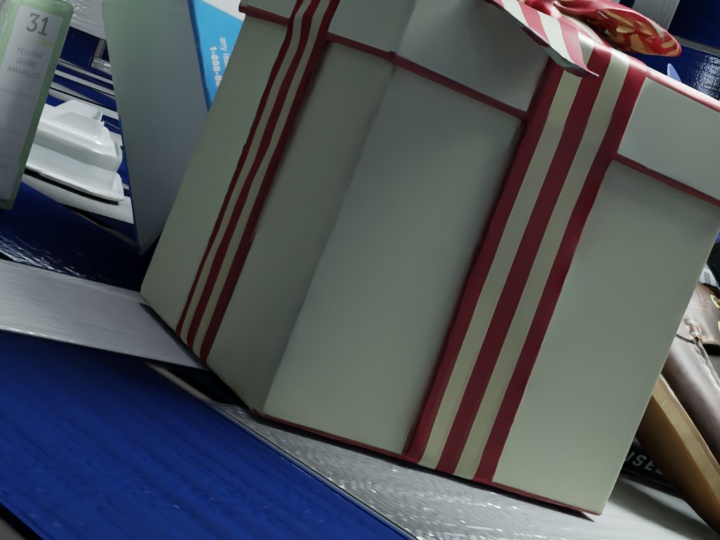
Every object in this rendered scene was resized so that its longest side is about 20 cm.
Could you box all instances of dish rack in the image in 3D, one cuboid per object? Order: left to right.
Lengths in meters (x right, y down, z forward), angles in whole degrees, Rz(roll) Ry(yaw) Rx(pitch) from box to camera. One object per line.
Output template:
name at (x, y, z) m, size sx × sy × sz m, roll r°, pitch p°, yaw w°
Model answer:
dish rack at (-0.241, -0.105, 0.994) m, size 0.198 × 0.044 × 0.172 m, roll 20°, pitch 6°, yaw -13°

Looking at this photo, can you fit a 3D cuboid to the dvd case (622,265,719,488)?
dvd case at (0.156, 0.028, 0.797) m, size 0.149 × 0.025 × 0.201 m, roll 21°, pitch 43°, yaw -13°

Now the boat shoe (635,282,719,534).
boat shoe at (0.132, 0.024, 0.696) m, size 0.201 × 0.070 × 0.071 m, roll 58°, pitch -9°, yaw 30°

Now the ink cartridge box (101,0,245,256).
ink cartridge box at (-0.010, -0.103, 0.774) m, size 0.198 × 0.149 × 0.145 m, roll -4°, pitch -18°, yaw -24°

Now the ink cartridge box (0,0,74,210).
ink cartridge box at (-0.194, -0.148, 0.744) m, size 0.145 × 0.202 × 0.048 m, roll 26°, pitch 9°, yaw 40°

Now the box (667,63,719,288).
box at (0.204, 0.000, 0.760) m, size 0.201 × 0.032 × 0.122 m, roll 55°, pitch 28°, yaw -26°

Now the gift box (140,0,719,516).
gift box at (0.044, -0.028, 0.602) m, size 0.183 × 0.188 × 0.200 m, roll 18°, pitch 5°, yaw -32°
